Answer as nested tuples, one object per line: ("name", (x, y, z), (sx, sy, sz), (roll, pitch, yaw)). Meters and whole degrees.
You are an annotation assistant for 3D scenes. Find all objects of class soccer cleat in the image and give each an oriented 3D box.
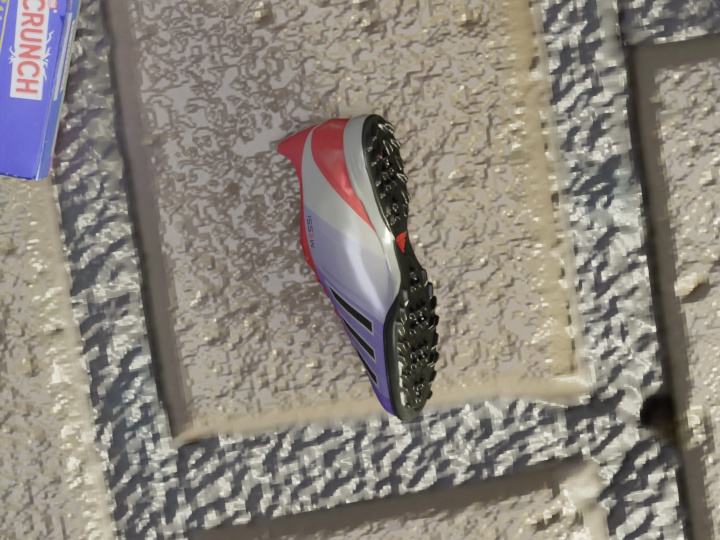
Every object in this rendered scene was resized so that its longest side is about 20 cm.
("soccer cleat", (0.000, 0.000, 1.668), (0.073, 0.068, 0.200), (-6, 102, 25))

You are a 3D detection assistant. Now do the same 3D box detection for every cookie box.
("cookie box", (-0.281, -0.157, 1.636), (0.200, 0.075, 0.172), (12, 97, -1))
